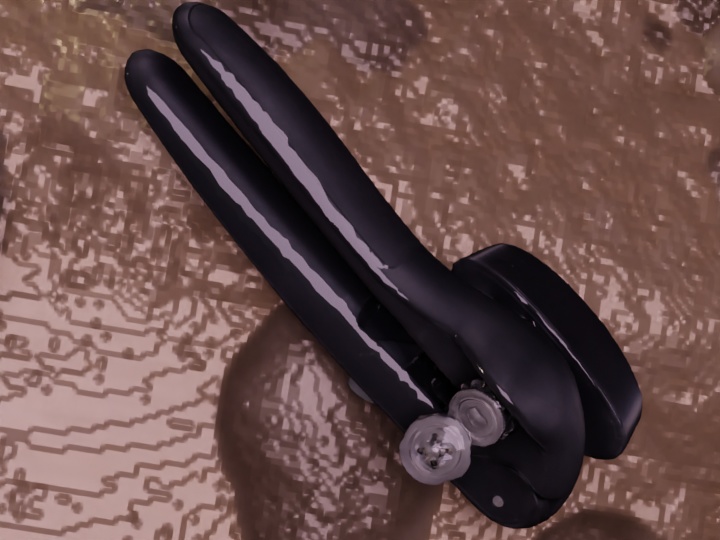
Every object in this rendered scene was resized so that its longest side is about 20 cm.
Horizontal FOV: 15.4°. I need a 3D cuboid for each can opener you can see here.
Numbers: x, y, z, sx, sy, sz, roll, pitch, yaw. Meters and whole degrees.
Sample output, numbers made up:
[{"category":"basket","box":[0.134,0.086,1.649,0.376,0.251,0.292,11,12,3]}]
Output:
[{"category":"can opener","box":[0.000,0.000,0.841,0.200,0.079,0.063,43,118,0]}]
